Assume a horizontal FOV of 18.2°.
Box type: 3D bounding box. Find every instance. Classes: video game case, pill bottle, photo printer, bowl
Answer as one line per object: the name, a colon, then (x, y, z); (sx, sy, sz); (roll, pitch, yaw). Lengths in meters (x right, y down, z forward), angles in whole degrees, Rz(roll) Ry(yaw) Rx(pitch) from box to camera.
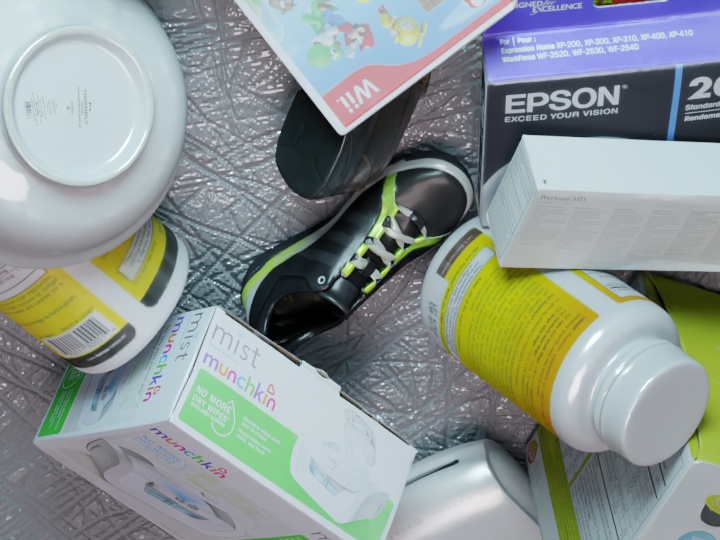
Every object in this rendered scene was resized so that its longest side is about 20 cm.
video game case: (-0.019, -0.201, 1.376); (0.143, 0.017, 0.200); (-35, 101, 21)
pill bottle: (-0.218, -0.031, 1.480); (0.114, 0.115, 0.200); (-35, 123, 22)
photo printer: (0.085, 0.223, 1.735); (0.166, 0.070, 0.200); (-32, 124, 19)
bowl: (-0.185, -0.100, 1.376); (0.199, 0.090, 0.203); (-1, 92, -26)
pill bottle: (0.138, 0.048, 1.506); (0.109, 0.200, 0.110); (-22, 130, -30)

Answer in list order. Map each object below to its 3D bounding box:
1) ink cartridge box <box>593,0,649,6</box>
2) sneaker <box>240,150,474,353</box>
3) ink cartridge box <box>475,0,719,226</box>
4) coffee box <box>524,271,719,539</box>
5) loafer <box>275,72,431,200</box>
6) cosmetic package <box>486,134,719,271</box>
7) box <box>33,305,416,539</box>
ink cartridge box: (0.222, -0.207, 1.423); (0.198, 0.044, 0.175); (1, 127, -6)
sneaker: (0.000, 0.000, 1.542); (0.199, 0.083, 0.072); (-36, 123, 22)
ink cartridge box: (0.174, -0.115, 1.460); (0.196, 0.044, 0.201); (-7, 141, -3)
coffee box: (0.258, 0.156, 1.612); (0.198, 0.201, 0.199); (16, 125, -18)
loafer: (0.015, -0.137, 1.456); (0.072, 0.073, 0.201); (-2, 131, -48)
cosmetic package: (0.190, -0.044, 1.475); (0.198, 0.051, 0.083); (2, 144, -19)
box: (-0.093, 0.122, 1.580); (0.200, 0.097, 0.176); (38, 150, -29)
